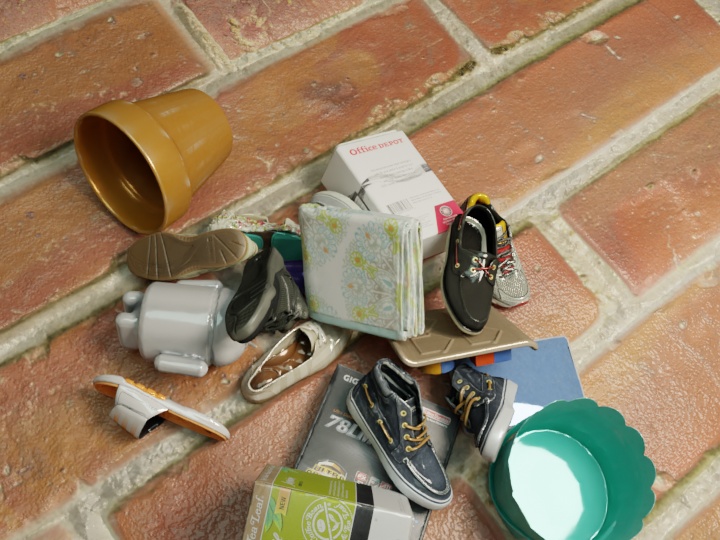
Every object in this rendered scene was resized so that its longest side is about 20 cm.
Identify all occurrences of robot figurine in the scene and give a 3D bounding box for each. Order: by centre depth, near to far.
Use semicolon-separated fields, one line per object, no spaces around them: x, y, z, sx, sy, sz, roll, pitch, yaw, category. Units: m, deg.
-0.242;0.077;1.051;0.198;0.113;0.171;5;50;-3;robot figurine

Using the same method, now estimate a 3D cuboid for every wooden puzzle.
0.131;0.099;1.068;0.198;0.185;0.047;-5;106;-10;wooden puzzle

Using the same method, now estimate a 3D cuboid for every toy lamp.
-0.032;0.020;1.131;0.198;0.058;0.059;8;65;-1;toy lamp

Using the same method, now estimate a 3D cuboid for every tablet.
0.237;0.172;1.112;0.198;0.014;0.131;-7;67;-8;tablet

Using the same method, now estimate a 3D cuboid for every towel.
0.000;0.000;1.027;0.198;0.173;0.048;10;21;34;towel

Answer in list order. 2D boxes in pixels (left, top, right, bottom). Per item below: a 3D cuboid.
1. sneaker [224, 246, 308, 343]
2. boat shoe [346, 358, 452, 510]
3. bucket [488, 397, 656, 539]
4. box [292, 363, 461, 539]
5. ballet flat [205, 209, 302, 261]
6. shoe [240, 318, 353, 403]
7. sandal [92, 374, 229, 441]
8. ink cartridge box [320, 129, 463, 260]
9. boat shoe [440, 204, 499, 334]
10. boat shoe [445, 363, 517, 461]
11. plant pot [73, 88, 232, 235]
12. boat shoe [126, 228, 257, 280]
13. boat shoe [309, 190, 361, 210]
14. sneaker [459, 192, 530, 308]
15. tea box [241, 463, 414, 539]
-0.123;0.057;1.022;0.076;0.200;0.115;-29;111;15;sneaker
0.063;0.215;0.969;0.071;0.091;0.201;-21;64;-46;boat shoe
0.277;0.286;0.996;0.205;0.135;0.209;3;64;-6;bucket
0.020;0.260;1.031;0.198;0.050;0.200;23;66;4;box
-0.140;-0.058;1.150;0.198;0.076;0.064;11;49;-4;ballet flat
-0.088;0.124;1.078;0.199;0.053;0.070;-37;74;-20;shoe
-0.282;0.204;1.007;0.205;0.079;0.060;22;62;2;sandal
0.052;-0.113;1.166;0.144;0.084;0.201;-20;67;-35;ink cartridge box
0.160;-0.006;1.052;0.073;0.063;0.203;18;53;-18;boat shoe
0.156;0.188;0.996;0.090;0.200;0.071;22;104;10;boat shoe
-0.303;-0.186;1.137;0.200;0.201;0.183;39;51;12;plant pot
-0.253;-0.021;1.104;0.198;0.063;0.074;-3;83;15;boat shoe
-0.024;-0.053;1.105;0.071;0.071;0.201;-21;49;-39;boat shoe
0.208;-0.032;1.165;0.077;0.082;0.201;-21;70;-15;sneaker
-0.051;0.364;0.899;0.195;0.134;0.202;11;84;1;tea box
